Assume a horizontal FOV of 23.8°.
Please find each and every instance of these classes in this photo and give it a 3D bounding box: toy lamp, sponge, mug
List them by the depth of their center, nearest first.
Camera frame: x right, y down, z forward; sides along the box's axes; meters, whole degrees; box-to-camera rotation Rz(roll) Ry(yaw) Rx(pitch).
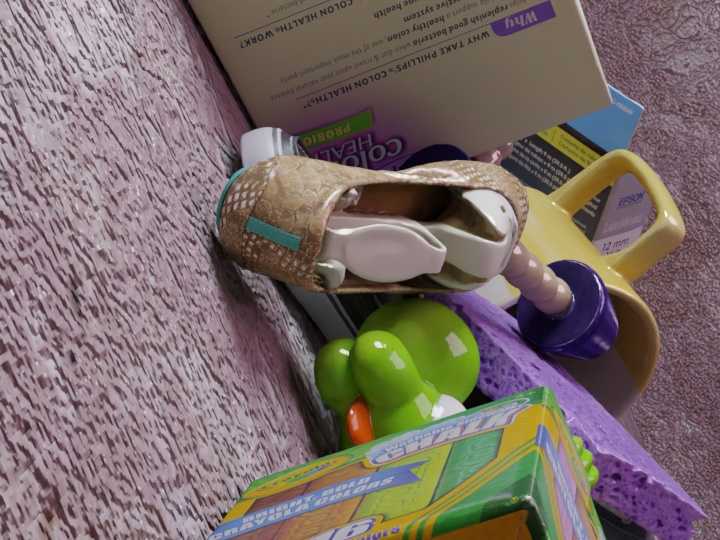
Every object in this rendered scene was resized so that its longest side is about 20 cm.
[{"bbox_3d":[0.085,-0.002,0.931,0.200,0.058,0.058,37,32,-48],"label":"toy lamp"},{"bbox_3d":[0.098,0.068,0.944,0.111,0.030,0.200,32,11,-44],"label":"sponge"},{"bbox_3d":[0.121,0.015,1.147,0.153,0.186,0.150,-111,-175,-50],"label":"mug"}]

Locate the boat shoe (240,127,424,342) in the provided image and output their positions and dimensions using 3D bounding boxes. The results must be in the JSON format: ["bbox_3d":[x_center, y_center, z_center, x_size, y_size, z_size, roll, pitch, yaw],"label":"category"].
[{"bbox_3d":[0.000,0.000,0.852,0.069,0.056,0.200,-99,165,-47],"label":"boat shoe"}]

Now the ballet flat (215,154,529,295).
[{"bbox_3d":[0.024,-0.013,0.770,0.199,0.065,0.071,-4,115,-45],"label":"ballet flat"}]

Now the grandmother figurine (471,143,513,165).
[{"bbox_3d":[0.033,-0.052,0.977,0.061,0.121,0.201,45,44,-26],"label":"grandmother figurine"}]

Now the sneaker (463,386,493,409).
[{"bbox_3d":[0.080,0.121,1.027,0.200,0.073,0.082,20,53,-63],"label":"sneaker"}]

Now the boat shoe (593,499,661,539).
[{"bbox_3d":[0.109,0.147,0.929,0.200,0.073,0.062,32,31,-11],"label":"boat shoe"}]

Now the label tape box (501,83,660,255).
[{"bbox_3d":[0.140,-0.068,1.242,0.066,0.201,0.143,-14,42,-42],"label":"label tape box"}]

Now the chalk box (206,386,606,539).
[{"bbox_3d":[0.026,0.122,0.582,0.200,0.124,0.124,-50,119,-79],"label":"chalk box"}]

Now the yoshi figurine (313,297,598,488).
[{"bbox_3d":[0.046,0.092,0.821,0.200,0.112,0.112,61,-3,-29],"label":"yoshi figurine"}]

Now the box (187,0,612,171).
[{"bbox_3d":[0.011,-0.154,0.866,0.097,0.175,0.200,-96,162,-52],"label":"box"}]
